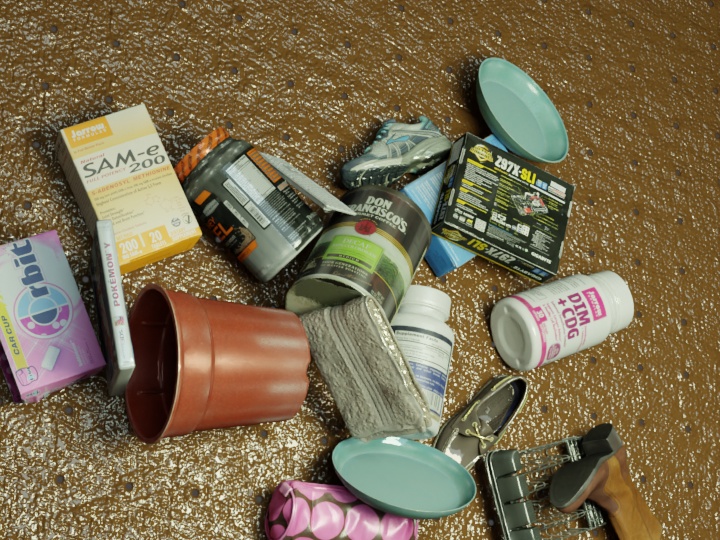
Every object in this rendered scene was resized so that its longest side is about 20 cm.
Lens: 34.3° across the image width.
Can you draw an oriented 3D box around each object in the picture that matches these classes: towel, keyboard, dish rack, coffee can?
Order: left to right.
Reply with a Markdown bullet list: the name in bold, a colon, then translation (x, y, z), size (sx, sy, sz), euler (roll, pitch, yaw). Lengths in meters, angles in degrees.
- **keyboard**: translation (-0.080, -0.124, 1.628), size (0.056, 0.200, 0.011), euler (6, 113, -40)
- **coffee can**: translation (0.000, 0.000, 1.604), size (0.146, 0.146, 0.200), euler (36, 47, -9)
- **towel**: translation (0.004, 0.133, 1.524), size (0.034, 0.132, 0.201), euler (-43, 110, -49)
- **dish rack**: translation (0.278, 0.321, 1.695), size (0.199, 0.054, 0.154), euler (-4, 76, -43)

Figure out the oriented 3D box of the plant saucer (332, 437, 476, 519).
- **plant saucer**: translation (0.056, 0.281, 1.568), size (0.199, 0.200, 0.028), euler (8, 108, -21)

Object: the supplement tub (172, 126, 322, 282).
- **supplement tub**: translation (-0.158, -0.093, 1.608), size (0.200, 0.122, 0.123), euler (47, 63, -3)

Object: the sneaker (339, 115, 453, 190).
- **sneaker**: translation (0.042, -0.178, 1.757), size (0.199, 0.078, 0.087), euler (-20, 71, -34)

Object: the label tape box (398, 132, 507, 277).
- **label tape box**: translation (0.162, -0.101, 1.779), size (0.200, 0.063, 0.145), euler (-32, 88, -30)

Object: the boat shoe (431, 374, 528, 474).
- **boat shoe**: translation (0.173, 0.226, 1.685), size (0.072, 0.059, 0.200), euler (47, 63, -4)

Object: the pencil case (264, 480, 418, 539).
- **pencil case**: translation (-0.023, 0.327, 1.557), size (0.199, 0.091, 0.094), euler (8, 111, -23)

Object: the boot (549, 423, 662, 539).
- **boot**: translation (0.358, 0.354, 1.692), size (0.201, 0.068, 0.188), euler (64, 35, -13)

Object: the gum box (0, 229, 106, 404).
- **gum box**: translation (-0.412, 0.063, 1.484), size (0.113, 0.066, 0.201), euler (-19, 83, -27)

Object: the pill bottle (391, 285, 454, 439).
- **pill bottle**: translation (0.072, 0.127, 1.645), size (0.111, 0.111, 0.201), euler (19, 67, -17)

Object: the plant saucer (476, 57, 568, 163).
- **plant saucer**: translation (0.248, -0.245, 1.843), size (0.200, 0.036, 0.201), euler (28, 42, -28)

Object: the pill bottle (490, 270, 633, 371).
- **pill bottle**: translation (0.306, 0.071, 1.759), size (0.199, 0.113, 0.114), euler (-17, 81, -27)

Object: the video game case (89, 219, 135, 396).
- **video game case**: translation (-0.313, 0.052, 1.455), size (0.023, 0.200, 0.183), euler (-8, 77, -18)

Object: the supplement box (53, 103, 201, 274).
- **supplement box**: translation (-0.314, -0.108, 1.572), size (0.126, 0.074, 0.201), euler (-23, 84, -25)

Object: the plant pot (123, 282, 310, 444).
- **plant pot**: translation (-0.182, 0.121, 1.505), size (0.194, 0.201, 0.202), euler (4, 72, -31)

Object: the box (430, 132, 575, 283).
- **box**: translation (0.215, -0.092, 1.736), size (0.199, 0.049, 0.160), euler (24, 62, -16)
